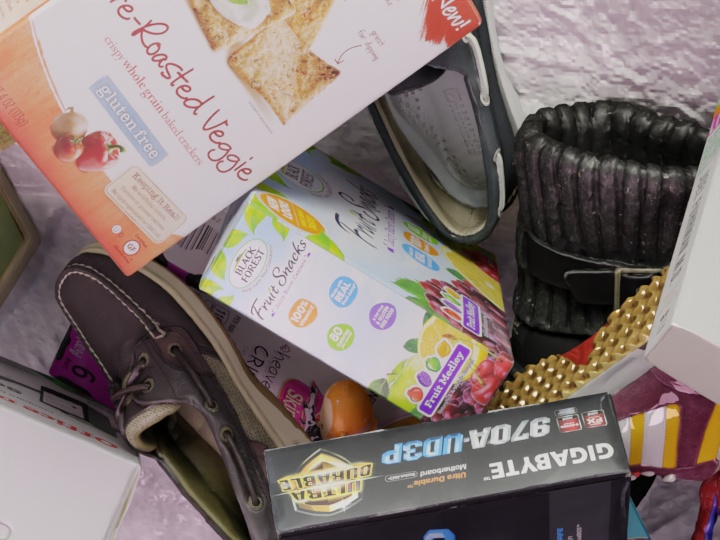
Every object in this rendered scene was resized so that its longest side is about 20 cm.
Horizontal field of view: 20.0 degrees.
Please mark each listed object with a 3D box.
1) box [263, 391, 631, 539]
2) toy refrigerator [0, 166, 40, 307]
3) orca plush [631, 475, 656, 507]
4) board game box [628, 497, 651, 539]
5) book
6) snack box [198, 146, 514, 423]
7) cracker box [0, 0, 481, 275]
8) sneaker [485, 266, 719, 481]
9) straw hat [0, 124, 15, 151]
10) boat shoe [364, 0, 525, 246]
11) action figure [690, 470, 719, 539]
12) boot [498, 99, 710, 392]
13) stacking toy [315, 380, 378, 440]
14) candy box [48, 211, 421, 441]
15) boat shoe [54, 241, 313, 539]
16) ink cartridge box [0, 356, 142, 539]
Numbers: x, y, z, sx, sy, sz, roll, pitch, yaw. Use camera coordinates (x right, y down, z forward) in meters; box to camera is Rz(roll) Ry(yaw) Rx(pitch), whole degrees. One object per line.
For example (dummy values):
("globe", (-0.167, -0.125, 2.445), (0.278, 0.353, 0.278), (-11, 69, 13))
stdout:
("box", (0.044, 0.139, 0.957), (0.157, 0.046, 0.201), (-9, 143, -2))
("toy refrigerator", (-0.256, -0.067, 1.128), (0.069, 0.076, 0.201), (-6, 127, 27))
("orca plush", (0.116, 0.121, 1.145), (0.105, 0.071, 0.200), (31, 135, -7))
("board game box", (0.093, 0.188, 1.093), (0.150, 0.047, 0.201), (-29, 114, -2))
("book", (0.205, -0.003, 0.906), (0.133, 0.201, 0.048), (29, 136, -6))
("snack box", (0.000, 0.000, 0.999), (0.141, 0.200, 0.053), (30, 102, -6))
("cracker box", (-0.063, -0.109, 0.889), (0.199, 0.058, 0.134), (-36, 127, 1))
("sneaker", (0.126, 0.077, 0.975), (0.090, 0.075, 0.200), (45, 121, -11))
("straw hat", (-0.147, -0.151, 0.992), (0.200, 0.203, 0.085), (-26, 157, 38))
("boat shoe", (0.031, -0.102, 0.987), (0.075, 0.061, 0.201), (-12, 125, 31))
("action figure", (0.219, 0.190, 1.151), (0.065, 0.099, 0.201), (3, 129, 18))
("boot", (0.172, 0.003, 1.013), (0.209, 0.080, 0.159), (5, 117, -4))
("stacking toy", (-0.006, 0.143, 1.122), (0.108, 0.117, 0.201), (-1, 127, 4))
("candy box", (-0.064, 0.051, 1.164), (0.199, 0.061, 0.137), (28, 135, -5))
("boat shoe", (-0.096, 0.068, 1.066), (0.201, 0.066, 0.072), (46, 135, 12))
("ink cartridge box", (-0.201, 0.103, 1.135), (0.145, 0.200, 0.085), (23, 91, -9))
